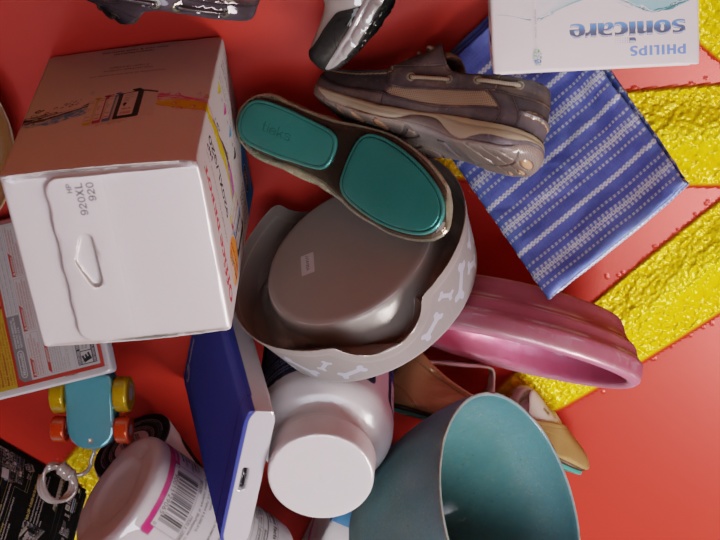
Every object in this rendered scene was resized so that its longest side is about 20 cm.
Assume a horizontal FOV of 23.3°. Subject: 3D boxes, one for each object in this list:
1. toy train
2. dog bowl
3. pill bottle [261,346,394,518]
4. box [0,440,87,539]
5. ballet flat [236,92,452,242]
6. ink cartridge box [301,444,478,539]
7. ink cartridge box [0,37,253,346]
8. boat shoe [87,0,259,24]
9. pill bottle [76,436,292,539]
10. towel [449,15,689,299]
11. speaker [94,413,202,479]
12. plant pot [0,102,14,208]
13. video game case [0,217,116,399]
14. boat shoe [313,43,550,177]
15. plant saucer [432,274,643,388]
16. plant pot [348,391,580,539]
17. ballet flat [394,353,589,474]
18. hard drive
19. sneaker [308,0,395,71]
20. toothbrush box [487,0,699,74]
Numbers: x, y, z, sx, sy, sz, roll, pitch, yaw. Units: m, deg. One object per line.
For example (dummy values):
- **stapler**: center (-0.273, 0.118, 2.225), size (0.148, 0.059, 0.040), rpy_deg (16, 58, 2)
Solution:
- **toy train**: center (-0.276, 0.090, 1.472), size (0.150, 0.056, 0.200), rpy_deg (-41, 89, 11)
- **dog bowl**: center (0.000, 0.000, 1.346), size (0.199, 0.201, 0.059), rpy_deg (-21, 131, 15)
- **pill bottle**: center (-0.028, 0.104, 1.403), size (0.110, 0.200, 0.112), rpy_deg (1, 122, 1)
- **box**: center (-0.339, 0.239, 1.498), size (0.163, 0.200, 0.086), rpy_deg (33, 118, -18)
- **ballet flat**: center (-0.004, -0.083, 1.327), size (0.199, 0.062, 0.068), rpy_deg (31, 100, 21)
- **ink cartridge box**: center (0.020, 0.264, 1.571), size (0.144, 0.085, 0.201), rpy_deg (21, 119, -10)
- **ink cartridge box**: center (-0.167, -0.061, 1.305), size (0.143, 0.200, 0.148), rpy_deg (-6, 122, 6)
- **boat shoe**: center (-0.170, -0.213, 1.288), size (0.198, 0.072, 0.065), rpy_deg (0, 118, -5)
- **pill bottle**: center (-0.128, 0.236, 1.456), size (0.200, 0.114, 0.113), rpy_deg (38, 116, -23)
- **towel**: center (0.137, -0.101, 1.309), size (0.145, 0.024, 0.201), rpy_deg (-41, 73, 25)
- **speaker**: center (-0.153, 0.227, 1.556), size (0.081, 0.081, 0.201), rpy_deg (-23, 118, 16)
- **plant pot**: center (-0.371, -0.106, 1.387), size (0.198, 0.028, 0.201), rpy_deg (1, 121, 1)
- **video game case**: center (-0.308, 0.036, 1.433), size (0.199, 0.017, 0.144), rpy_deg (-14, 85, 10)
- **boat shoe**: center (0.058, -0.127, 1.312), size (0.199, 0.074, 0.074), rpy_deg (18, 168, 28)
- **plant saucer**: center (0.131, 0.046, 1.395), size (0.199, 0.200, 0.051), rpy_deg (16, 81, -8)
- **plant pot**: center (0.070, 0.212, 1.411), size (0.134, 0.201, 0.200), rpy_deg (-19, 121, 35)
- **ballet flat**: center (0.118, 0.118, 1.489), size (0.199, 0.069, 0.063), rpy_deg (21, 87, -19)
- **hard drive**: center (-0.109, 0.102, 1.405), size (0.025, 0.200, 0.133), rpy_deg (3, 124, -17)
- **sneaker**: center (0.003, -0.240, 1.275), size (0.080, 0.074, 0.201), rpy_deg (28, 115, 2)
- **toothbrush box**: center (0.159, -0.243, 1.217), size (0.145, 0.085, 0.202), rpy_deg (-3, 102, 4)
